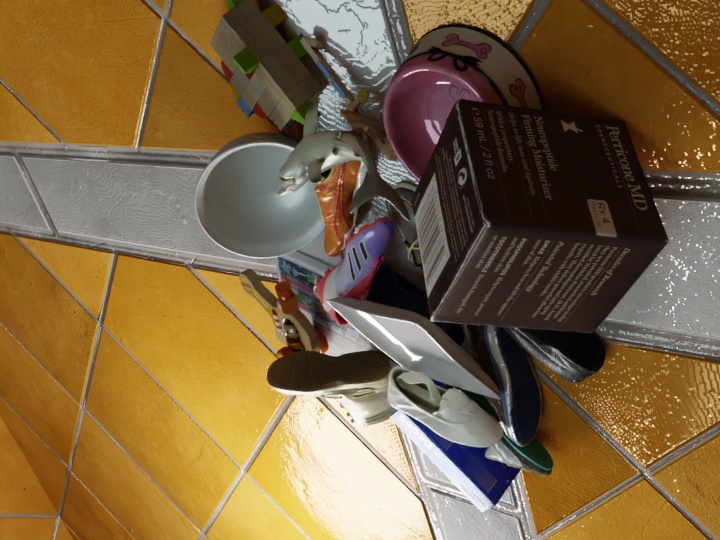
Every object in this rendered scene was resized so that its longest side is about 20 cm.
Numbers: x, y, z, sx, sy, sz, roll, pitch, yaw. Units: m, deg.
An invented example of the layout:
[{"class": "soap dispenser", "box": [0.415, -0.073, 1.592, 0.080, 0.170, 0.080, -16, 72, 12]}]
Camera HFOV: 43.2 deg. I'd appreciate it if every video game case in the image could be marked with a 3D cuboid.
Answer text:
[{"class": "video game case", "box": [-0.051, 0.067, 1.468, 0.198, 0.023, 0.185, 24, 137, 31]}]

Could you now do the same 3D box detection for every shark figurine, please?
[{"class": "shark figurine", "box": [-0.011, -0.135, 1.119, 0.213, 0.089, 0.131, 18, 92, 48]}]

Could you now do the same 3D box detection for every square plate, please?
[{"class": "square plate", "box": [0.074, 0.098, 1.226, 0.196, 0.029, 0.200, 13, 156, 51]}]

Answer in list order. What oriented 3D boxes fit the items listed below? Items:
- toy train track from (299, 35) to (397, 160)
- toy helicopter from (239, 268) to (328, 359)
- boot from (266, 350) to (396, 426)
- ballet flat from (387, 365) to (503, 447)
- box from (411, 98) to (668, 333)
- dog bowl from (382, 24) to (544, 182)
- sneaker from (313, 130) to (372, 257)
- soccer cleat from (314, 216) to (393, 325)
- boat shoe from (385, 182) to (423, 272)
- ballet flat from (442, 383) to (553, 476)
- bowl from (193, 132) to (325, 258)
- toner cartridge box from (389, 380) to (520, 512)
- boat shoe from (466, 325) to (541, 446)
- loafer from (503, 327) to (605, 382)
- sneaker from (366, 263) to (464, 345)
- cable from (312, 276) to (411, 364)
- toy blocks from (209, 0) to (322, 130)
[{"class": "toy train track", "box": [-0.007, -0.224, 1.136, 0.032, 0.114, 0.201, -42, 73, 20]}, {"class": "toy helicopter", "box": [-0.135, 0.062, 1.475, 0.200, 0.078, 0.134, 43, 150, 28]}, {"class": "boot", "box": [-0.039, 0.190, 1.442, 0.196, 0.074, 0.156, -6, 145, 8]}, {"class": "ballet flat", "box": [0.110, 0.187, 1.278, 0.198, 0.069, 0.070, 20, 135, 41]}, {"class": "box", "box": [0.174, -0.053, 0.946, 0.196, 0.168, 0.165, 4, 143, -16]}, {"class": "dog bowl", "box": [0.111, -0.173, 1.053, 0.198, 0.074, 0.203, 27, 138, 27]}, {"class": "sneaker", "box": [-0.034, -0.107, 1.245, 0.075, 0.074, 0.203, 7, 127, -5]}, {"class": "soccer cleat", "box": [0.000, 0.000, 1.253, 0.077, 0.066, 0.200, 60, 140, 16]}, {"class": "boat shoe", "box": [0.098, -0.025, 1.205, 0.201, 0.059, 0.072, 52, 144, -4]}, {"class": "ballet flat", "box": [0.192, 0.233, 1.323, 0.200, 0.072, 0.072, 45, 143, 15]}, {"class": "bowl", "box": [-0.140, -0.123, 1.303, 0.091, 0.197, 0.204, -103, 10, -48]}, {"class": "toner cartridge box", "box": [0.146, 0.256, 1.373, 0.200, 0.095, 0.043, 45, 144, 6]}, {"class": "boat shoe", "box": [0.196, 0.146, 1.255, 0.072, 0.072, 0.204, 6, 116, 48]}, {"class": "loafer", "box": [0.215, 0.073, 1.166, 0.200, 0.073, 0.073, 42, 147, 11]}, {"class": "sneaker", "box": [0.065, 0.055, 1.302, 0.199, 0.071, 0.078, 34, 174, 41]}, {"class": "cable", "box": [0.016, 0.074, 1.375, 0.199, 0.051, 0.097, 36, 156, 8]}, {"class": "toy blocks", "box": [-0.135, -0.262, 1.224, 0.201, 0.100, 0.137, 51, 155, -2]}]
